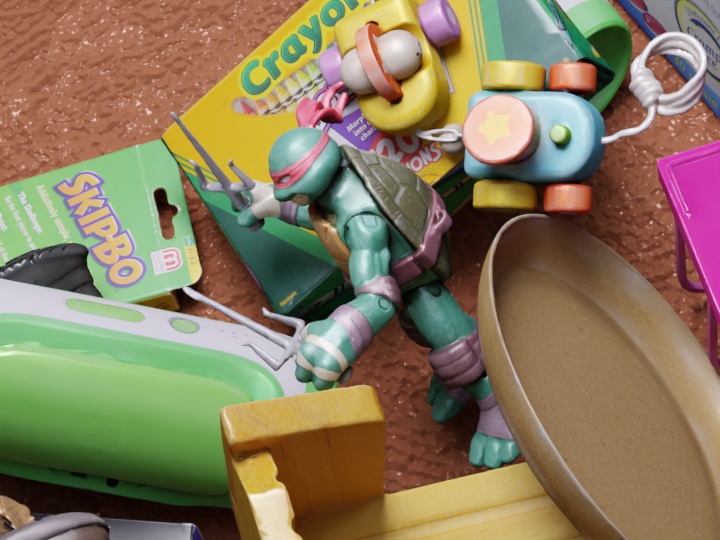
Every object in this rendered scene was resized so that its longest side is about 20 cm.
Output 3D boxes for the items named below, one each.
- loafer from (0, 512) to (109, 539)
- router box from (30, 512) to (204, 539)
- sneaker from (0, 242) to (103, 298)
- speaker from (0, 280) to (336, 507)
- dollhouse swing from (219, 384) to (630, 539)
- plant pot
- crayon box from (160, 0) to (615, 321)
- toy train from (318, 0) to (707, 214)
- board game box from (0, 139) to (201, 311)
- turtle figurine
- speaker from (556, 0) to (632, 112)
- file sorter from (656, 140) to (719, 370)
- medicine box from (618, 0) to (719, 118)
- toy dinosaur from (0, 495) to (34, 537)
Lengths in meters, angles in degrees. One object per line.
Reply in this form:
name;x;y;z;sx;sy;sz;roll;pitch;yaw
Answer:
loafer;-0.175;0.192;0.988;0.071;0.073;0.200;41;79;19
router box;-0.179;0.194;1.053;0.199;0.052;0.158;3;60;14
sneaker;-0.209;0.066;1.120;0.200;0.076;0.091;-29;93;3
speaker;-0.116;0.058;1.055;0.199;0.089;0.089;11;59;-10
dollhouse swing;0.058;0.147;0.896;0.175;0.182;0.201;-16;68;-8
plant pot;0.116;0.065;1.001;0.027;0.200;0.201;-36;53;27
crayon box;0.012;-0.082;1.115;0.200;0.058;0.119;-41;71;17
toy train;0.055;-0.118;1.036;0.200;0.056;0.150;44;103;21
board game box;-0.184;0.000;1.186;0.199;0.030;0.096;-18;59;5
turtle figurine;0.000;0.000;1.014;0.101;0.200;0.150;-37;26;17
speaker;0.048;-0.152;1.191;0.088;0.089;0.200;-42;60;-14
file sorter;0.234;0.041;1.012;0.138;0.126;0.201;-17;59;0
medicine box;0.184;-0.193;1.118;0.103;0.200;0.182;-31;58;-7
toy dinosaur;-0.249;0.097;1.029;0.199;0.106;0.061;18;35;-17
